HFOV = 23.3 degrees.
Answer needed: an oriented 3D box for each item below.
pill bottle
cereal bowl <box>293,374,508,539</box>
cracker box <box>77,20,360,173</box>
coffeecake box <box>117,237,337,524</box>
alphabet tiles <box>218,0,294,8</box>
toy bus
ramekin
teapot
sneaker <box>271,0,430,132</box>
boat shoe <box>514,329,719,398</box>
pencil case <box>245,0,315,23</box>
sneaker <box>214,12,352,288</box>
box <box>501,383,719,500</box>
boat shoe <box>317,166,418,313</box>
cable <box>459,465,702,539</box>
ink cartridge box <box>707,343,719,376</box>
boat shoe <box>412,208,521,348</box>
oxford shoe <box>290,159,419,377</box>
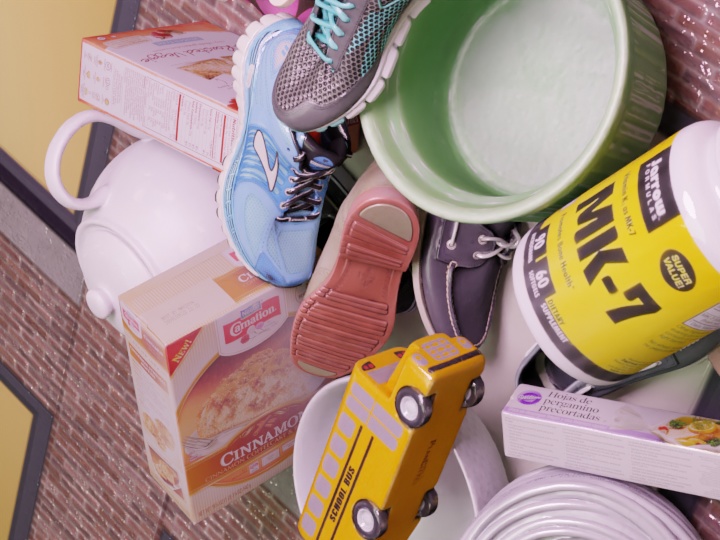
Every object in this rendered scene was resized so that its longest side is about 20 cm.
[{"bbox_3d":[0.197,-0.019,1.059,0.199,0.114,0.115,-35,77,41],"label":"pill bottle"},{"bbox_3d":[0.042,0.168,1.362,0.199,0.083,0.203,17,114,41],"label":"cereal bowl"},{"bbox_3d":[-0.112,-0.140,1.388,0.199,0.133,0.058,28,120,36],"label":"cracker box"},{"bbox_3d":[-0.099,0.078,1.384,0.073,0.153,0.201,40,147,38],"label":"coffeecake box"},{"bbox_3d":[-0.058,-0.288,1.226,0.200,0.015,0.197,-44,55,25],"label":"alphabet tiles"},{"bbox_3d":[0.021,0.128,1.267,0.078,0.065,0.202,41,128,31],"label":"toy bus"},{"bbox_3d":[0.105,-0.126,1.156,0.198,0.097,0.203,-4,82,33],"label":"ramekin"},{"bbox_3d":[-0.169,-0.012,1.447,0.200,0.146,0.198,43,145,19],"label":"teapot"},{"bbox_3d":[-0.003,-0.177,1.119,0.078,0.091,0.201,48,110,29],"label":"sneaker"},{"bbox_3d":[0.182,0.046,1.195,0.199,0.061,0.073,-33,79,46],"label":"boat shoe"},{"bbox_3d":[-0.013,-0.182,1.310,0.091,0.093,0.200,-50,61,14],"label":"pencil case"},{"bbox_3d":[-0.051,-0.078,1.255,0.090,0.078,0.202,29,126,48],"label":"sneaker"},{"bbox_3d":[0.193,0.118,1.179,0.198,0.039,0.042,8,123,27],"label":"box"},{"bbox_3d":[-0.026,-0.036,1.387,0.200,0.056,0.069,42,129,29],"label":"boat shoe"},{"bbox_3d":[0.158,0.234,1.226,0.198,0.069,0.202,23,111,9],"label":"cable"},{"bbox_3d":[0.328,0.057,1.040,0.166,0.075,0.200,56,135,16],"label":"ink cartridge box"},{"bbox_3d":[0.084,-0.032,1.266,0.062,0.072,0.203,12,105,43],"label":"boat shoe"},{"bbox_3d":[0.000,0.000,1.302,0.074,0.070,0.201,-83,17,-48],"label":"oxford shoe"}]
